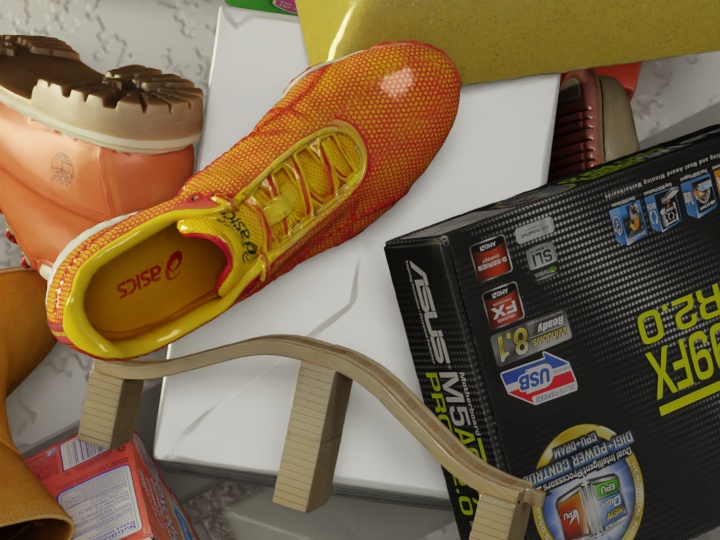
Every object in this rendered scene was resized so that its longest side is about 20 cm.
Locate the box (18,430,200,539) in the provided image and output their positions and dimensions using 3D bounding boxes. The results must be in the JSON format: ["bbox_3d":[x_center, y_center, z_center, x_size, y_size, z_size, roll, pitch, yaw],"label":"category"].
[{"bbox_3d":[-0.163,0.162,1.093,0.199,0.103,0.095,-26,120,2],"label":"box"}]

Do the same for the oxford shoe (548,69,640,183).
[{"bbox_3d":[0.131,0.004,1.174,0.075,0.070,0.201,-9,93,-13],"label":"oxford shoe"}]

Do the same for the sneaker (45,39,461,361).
[{"bbox_3d":[-0.036,-0.023,1.046,0.200,0.077,0.073,-37,107,-7],"label":"sneaker"}]

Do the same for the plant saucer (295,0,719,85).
[{"bbox_3d":[0.061,-0.179,1.128,0.199,0.049,0.201,-8,60,-9],"label":"plant saucer"}]

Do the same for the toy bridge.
[{"bbox_3d":[-0.018,0.064,1.037,0.199,0.027,0.067,16,101,19],"label":"toy bridge"}]

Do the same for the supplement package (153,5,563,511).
[{"bbox_3d":[0.000,0.000,1.146,0.155,0.111,0.201,8,82,0],"label":"supplement package"}]

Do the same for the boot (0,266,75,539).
[{"bbox_3d":[-0.162,0.078,1.078,0.144,0.071,0.201,26,44,37],"label":"boot"}]

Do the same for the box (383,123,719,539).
[{"bbox_3d":[0.117,0.036,1.092,0.200,0.044,0.161,-19,98,-33],"label":"box"}]

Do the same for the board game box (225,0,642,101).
[{"bbox_3d":[0.050,-0.177,1.209,0.199,0.040,0.154,14,81,1],"label":"board game box"}]

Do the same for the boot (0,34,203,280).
[{"bbox_3d":[-0.149,-0.048,1.144,0.075,0.200,0.108,-13,115,-39],"label":"boot"}]
